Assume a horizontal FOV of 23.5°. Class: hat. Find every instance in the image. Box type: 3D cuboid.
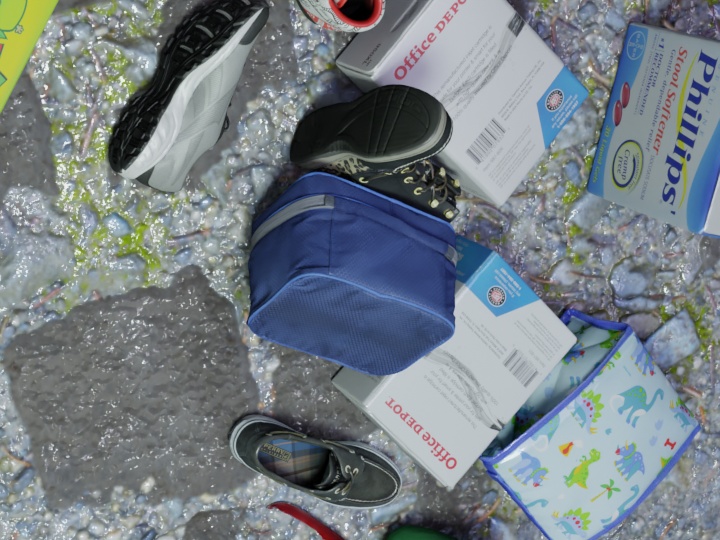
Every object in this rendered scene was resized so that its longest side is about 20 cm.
[{"bbox_3d":[0.036,0.284,1.784,0.166,0.176,0.200,-40,155,-13],"label":"hat"}]

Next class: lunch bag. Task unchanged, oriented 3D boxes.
[{"bbox_3d":[0.000,0.000,1.603,0.200,0.136,0.133,22,53,-29],"label":"lunch bag"},{"bbox_3d":[0.226,0.171,1.785,0.200,0.127,0.170,-50,120,-17],"label":"lunch bag"}]

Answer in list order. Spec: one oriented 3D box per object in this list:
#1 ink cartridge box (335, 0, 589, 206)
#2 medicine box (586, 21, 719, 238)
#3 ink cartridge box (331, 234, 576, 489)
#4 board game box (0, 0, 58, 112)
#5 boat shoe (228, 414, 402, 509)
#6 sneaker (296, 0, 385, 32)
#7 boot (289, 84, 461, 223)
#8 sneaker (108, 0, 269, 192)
[{"bbox_3d":[0.098,-0.183,1.644,0.200,0.084,0.145,42,83,-30],"label":"ink cartridge box"},{"bbox_3d":[0.337,-0.137,1.710,0.103,0.200,0.183,9,100,-28],"label":"medicine box"},{"bbox_3d":[0.093,0.090,1.719,0.200,0.084,0.145,-49,119,-7],"label":"ink cartridge box"},{"bbox_3d":[-0.328,-0.185,1.416,0.101,0.048,0.200,20,114,-30],"label":"board game box"},{"bbox_3d":[-0.037,0.196,1.699,0.200,0.057,0.069,21,94,-29],"label":"boat shoe"},{"bbox_3d":[-0.052,-0.293,1.524,0.067,0.108,0.202,-43,118,-10],"label":"sneaker"},{"bbox_3d":[0.049,-0.100,1.585,0.154,0.203,0.074,30,69,-34],"label":"boot"},{"bbox_3d":[-0.143,-0.159,1.544,0.079,0.074,0.200,32,95,-39],"label":"sneaker"}]
